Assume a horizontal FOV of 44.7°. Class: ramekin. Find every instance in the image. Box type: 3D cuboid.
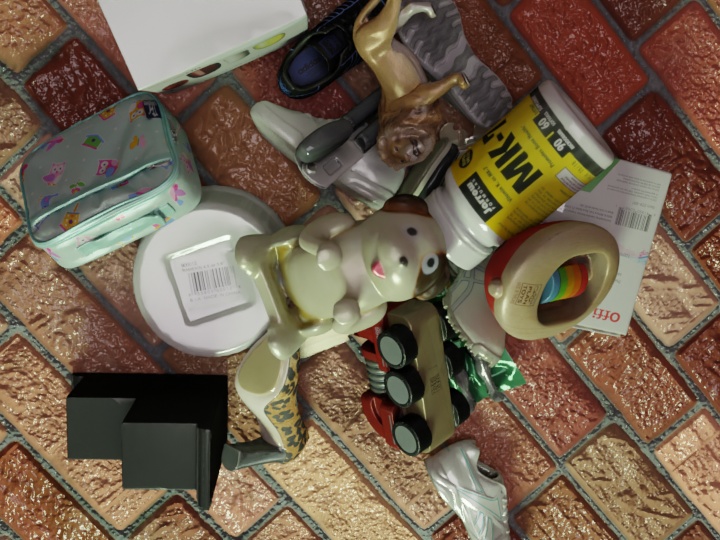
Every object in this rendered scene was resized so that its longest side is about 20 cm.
[{"bbox_3d":[-0.175,0.005,1.040,0.197,0.098,0.204,-1,101,-3],"label":"ramekin"}]

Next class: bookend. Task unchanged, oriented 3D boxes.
[{"bbox_3d":[-0.259,0.192,1.016,0.195,0.200,0.094,1,100,-4],"label":"bookend"}]

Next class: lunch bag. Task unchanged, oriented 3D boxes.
[{"bbox_3d":[-0.279,-0.101,0.982,0.198,0.162,0.077,-26,144,5],"label":"lunch bag"}]

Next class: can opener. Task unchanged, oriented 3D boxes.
[{"bbox_3d":[0.003,-0.163,0.994,0.053,0.066,0.200,48,57,-1],"label":"can opener"}]

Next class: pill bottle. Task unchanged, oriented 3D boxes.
[{"bbox_3d":[0.164,-0.099,0.955,0.114,0.115,0.200,45,112,-9],"label":"pill bottle"}]

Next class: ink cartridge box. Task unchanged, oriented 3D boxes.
[{"bbox_3d":[0.266,-0.037,1.051,0.143,0.088,0.203,12,97,-10],"label":"ink cartridge box"}]

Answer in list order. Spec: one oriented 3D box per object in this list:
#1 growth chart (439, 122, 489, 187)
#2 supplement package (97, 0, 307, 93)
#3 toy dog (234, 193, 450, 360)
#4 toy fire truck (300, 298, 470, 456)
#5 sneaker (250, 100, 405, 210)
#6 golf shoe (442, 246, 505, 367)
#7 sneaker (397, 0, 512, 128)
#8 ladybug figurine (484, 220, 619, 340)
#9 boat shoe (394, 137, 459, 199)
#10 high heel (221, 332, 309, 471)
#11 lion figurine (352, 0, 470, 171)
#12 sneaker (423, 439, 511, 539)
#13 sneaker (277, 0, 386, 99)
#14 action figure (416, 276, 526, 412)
[{"bbox_3d":[0.171,-0.114,1.080,0.196,0.018,0.147,-3,100,-3],"label":"growth chart"},{"bbox_3d":[-0.166,-0.294,0.936,0.189,0.200,0.149,-23,101,1],"label":"supplement package"},{"bbox_3d":[0.000,0.000,0.943,0.198,0.193,0.142,-16,89,32],"label":"toy dog"},{"bbox_3d":[0.014,0.121,1.073,0.128,0.198,0.179,-26,115,-36],"label":"toy fire truck"},{"bbox_3d":[-0.034,-0.157,1.042,0.198,0.075,0.089,31,84,-14],"label":"sneaker"},{"bbox_3d":[0.148,0.015,1.006,0.078,0.202,0.097,33,124,-28],"label":"golf shoe"},{"bbox_3d":[0.091,-0.245,1.012,0.074,0.082,0.201,-36,100,-8],"label":"sneaker"},{"bbox_3d":[0.199,0.004,0.938,0.198,0.072,0.137,-3,120,-43],"label":"ladybug figurine"},{"bbox_3d":[0.068,-0.065,1.057,0.067,0.072,0.202,25,104,-14],"label":"boat shoe"},{"bbox_3d":[-0.087,0.144,1.059,0.071,0.142,0.203,29,104,31],"label":"high heel"},{"bbox_3d":[0.041,-0.217,0.942,0.121,0.073,0.202,-24,103,16],"label":"lion figurine"},{"bbox_3d":[0.163,0.308,1.129,0.080,0.070,0.202,-33,100,0],"label":"sneaker"},{"bbox_3d":[-0.014,-0.269,1.011,0.200,0.078,0.070,-42,98,4],"label":"sneaker"},{"bbox_3d":[0.118,0.076,1.095,0.117,0.055,0.202,-23,97,4],"label":"action figure"}]
